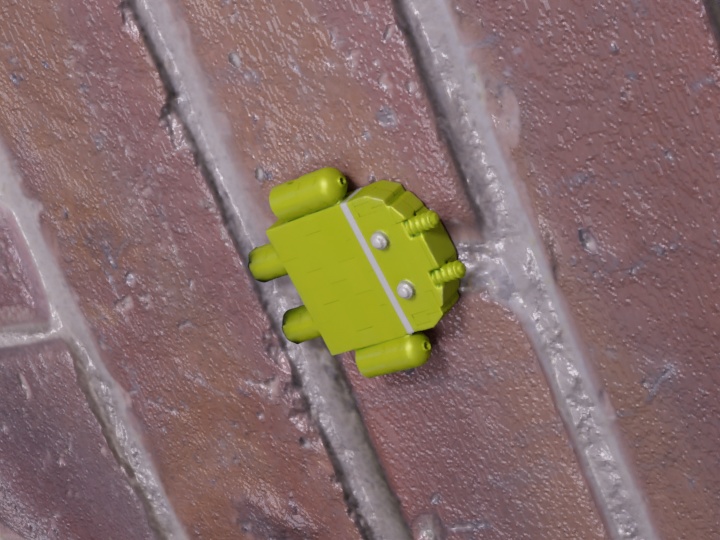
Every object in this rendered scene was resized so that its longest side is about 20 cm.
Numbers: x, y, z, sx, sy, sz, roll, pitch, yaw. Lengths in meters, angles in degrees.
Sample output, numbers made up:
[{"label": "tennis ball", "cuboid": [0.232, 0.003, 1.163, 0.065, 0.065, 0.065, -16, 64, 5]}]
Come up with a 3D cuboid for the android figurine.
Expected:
[{"label": "android figurine", "cuboid": [0.000, 0.000, 1.659, 0.199, 0.041, 0.183, -15, 108, 40]}]
